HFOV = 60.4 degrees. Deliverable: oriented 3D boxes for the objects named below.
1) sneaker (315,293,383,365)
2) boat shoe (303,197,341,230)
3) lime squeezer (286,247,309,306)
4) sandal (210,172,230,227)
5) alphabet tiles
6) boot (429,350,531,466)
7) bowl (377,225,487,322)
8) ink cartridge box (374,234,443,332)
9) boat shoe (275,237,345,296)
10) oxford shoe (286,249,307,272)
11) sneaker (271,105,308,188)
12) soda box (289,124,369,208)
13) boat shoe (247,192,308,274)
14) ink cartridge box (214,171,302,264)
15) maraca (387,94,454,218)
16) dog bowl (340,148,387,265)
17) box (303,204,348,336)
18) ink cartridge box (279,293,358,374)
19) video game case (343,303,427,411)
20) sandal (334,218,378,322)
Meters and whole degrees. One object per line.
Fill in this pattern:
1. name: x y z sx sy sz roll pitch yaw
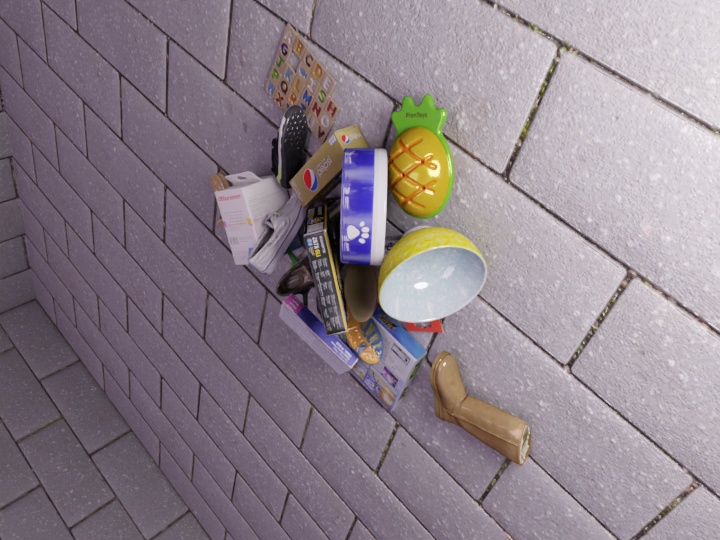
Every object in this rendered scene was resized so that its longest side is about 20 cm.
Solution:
1. sneaker: -0.022 0.122 1.326 0.201 0.074 0.089 51 156 17
2. boat shoe: -0.069 -0.121 1.299 0.199 0.070 0.067 -36 73 53
3. lime squeezer: -0.140 0.020 1.385 0.069 0.037 0.206 -9 101 43
4. sandal: -0.342 -0.141 1.577 0.077 0.069 0.216 -31 86 50
5. alphabet tiles: -0.118 -0.367 1.270 0.202 0.007 0.168 53 139 14
6. boot: 0.231 0.259 1.185 0.197 0.066 0.179 23 138 40
7. bowl: 0.116 -0.012 1.098 0.203 0.193 0.110 115 150 -43
8. ink cartridge box: 0.090 0.035 1.224 0.107 0.050 0.207 -3 107 49
9. boat shoe: -0.097 0.001 1.306 0.198 0.065 0.074 -36 97 22
10. oxford shoe: -0.092 -0.024 1.389 0.197 0.057 0.077 -23 90 45
11. sneaker: -0.166 -0.267 1.321 0.083 0.071 0.204 41 139 27
12. soda box: -0.065 -0.207 1.250 0.199 0.067 0.065 -35 85 50
13. boat shoe: -0.178 -0.093 1.349 0.065 0.205 0.073 32 167 -32
14. ink cartridge box: -0.239 -0.131 1.438 0.126 0.124 0.207 2 111 46
15. maraca: 0.100 -0.191 1.051 0.134 0.106 0.207 7 107 37
16. dog bowl: 0.005 -0.114 1.105 0.076 0.202 0.206 2 121 0
17. box: -0.065 -0.004 1.189 0.160 0.048 0.206 -102 1 -69
18. ink cartridge box: -0.090 0.136 1.320 0.196 0.043 0.200 44 163 1
19. video game case: 0.038 0.178 1.363 0.200 0.045 0.184 43 135 23
20. sandal: 0.005 -0.002 1.240 0.076 0.069 0.218 -22 71 24
